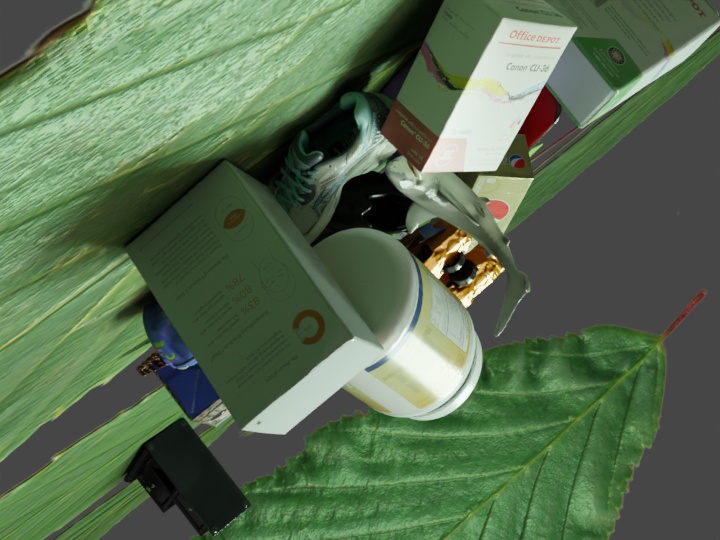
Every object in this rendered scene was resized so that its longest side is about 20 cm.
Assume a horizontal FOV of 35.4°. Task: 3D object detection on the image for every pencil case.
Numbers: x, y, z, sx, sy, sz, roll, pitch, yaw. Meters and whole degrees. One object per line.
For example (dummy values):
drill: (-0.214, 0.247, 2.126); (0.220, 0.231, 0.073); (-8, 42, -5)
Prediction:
pencil case: (-0.130, 0.036, 1.168); (0.199, 0.087, 0.078); (-25, 139, 19)

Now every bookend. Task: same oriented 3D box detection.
bookend: (-0.317, 0.399, 2.040); (0.092, 0.199, 0.200); (-35, 172, -34)

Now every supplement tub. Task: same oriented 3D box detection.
supplement tub: (0.028, 0.060, 1.118); (0.144, 0.145, 0.200); (-39, 143, 8)

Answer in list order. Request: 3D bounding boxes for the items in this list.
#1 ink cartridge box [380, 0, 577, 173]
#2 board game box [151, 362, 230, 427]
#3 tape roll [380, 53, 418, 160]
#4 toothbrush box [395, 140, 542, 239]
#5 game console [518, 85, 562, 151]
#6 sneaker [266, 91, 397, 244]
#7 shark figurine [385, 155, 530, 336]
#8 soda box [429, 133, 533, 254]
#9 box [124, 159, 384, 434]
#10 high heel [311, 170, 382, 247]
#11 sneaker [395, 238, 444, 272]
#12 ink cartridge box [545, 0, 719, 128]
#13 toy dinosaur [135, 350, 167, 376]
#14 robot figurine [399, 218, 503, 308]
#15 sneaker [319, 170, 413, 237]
ink cartridge box: (0.114, -0.188, 1.013); (0.116, 0.068, 0.201); (-8, 134, -45)
board game box: (-0.178, 0.123, 1.529); (0.159, 0.097, 0.200); (-38, 171, -4)
tape roll: (0.099, -0.189, 1.192); (0.200, 0.066, 0.200); (-39, 171, -7)
toothbrush box: (0.137, -0.132, 1.583); (0.200, 0.086, 0.145); (-43, 170, 37)
game console: (0.197, -0.199, 1.370); (0.172, 0.119, 0.200); (-31, 169, -41)
sneaker: (-0.050, -0.097, 1.070); (0.200, 0.078, 0.086); (-48, 157, 14)
shark figurine: (0.093, -0.045, 1.158); (0.089, 0.214, 0.129); (-35, -161, 29)
soda box: (0.134, -0.073, 1.313); (0.067, 0.065, 0.201); (2, 146, -13)
box: (-0.093, 0.026, 0.992); (0.124, 0.201, 0.097); (-39, 161, 8)
high heel: (-0.048, -0.058, 1.234); (0.199, 0.068, 0.096); (-36, 176, -14)
sneaker: (0.000, 0.000, 1.306); (0.198, 0.092, 0.076); (1, 122, -26)
ink cartridge box: (0.280, -0.271, 1.248); (0.199, 0.146, 0.088); (-34, 171, -29)
toy dinosaur: (-0.170, 0.085, 1.369); (0.200, 0.103, 0.135); (-42, -144, -14)
robot figurine: (0.057, 0.026, 1.252); (0.199, 0.058, 0.145); (-39, 130, 5)
sneaker: (0.039, -0.069, 1.230); (0.090, 0.077, 0.199); (10, -159, 43)
